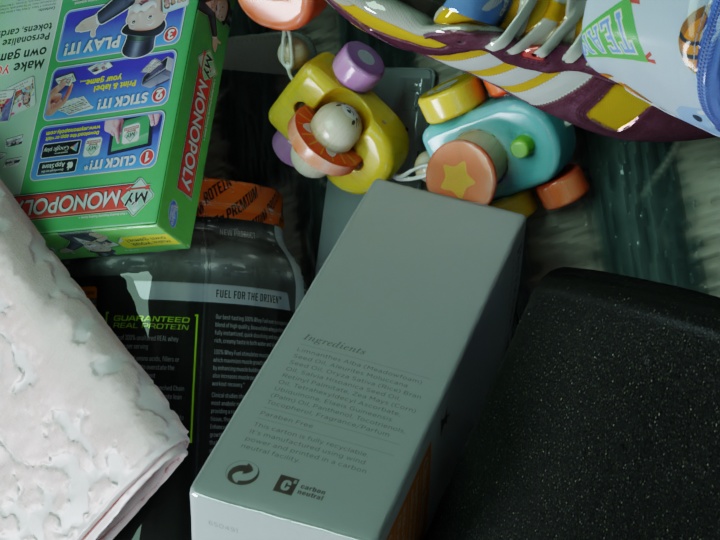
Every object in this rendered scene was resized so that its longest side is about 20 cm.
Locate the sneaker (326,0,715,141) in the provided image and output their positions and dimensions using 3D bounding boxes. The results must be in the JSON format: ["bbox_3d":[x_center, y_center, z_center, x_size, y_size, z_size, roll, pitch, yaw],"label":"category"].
[{"bbox_3d":[0.069,-0.099,0.653,0.200,0.090,0.075,16,96,9],"label":"sneaker"}]

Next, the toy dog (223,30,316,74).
[{"bbox_3d":[-0.062,-0.162,0.837,0.200,0.096,0.132,-33,81,34],"label":"toy dog"}]

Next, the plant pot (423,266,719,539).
[{"bbox_3d":[0.136,0.103,0.590,0.177,0.200,0.200,33,105,46],"label":"plant pot"}]

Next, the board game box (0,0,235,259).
[{"bbox_3d":[-0.158,-0.069,0.794,0.200,0.029,0.135,-4,67,29],"label":"board game box"}]

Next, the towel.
[{"bbox_3d":[-0.190,0.063,0.753,0.191,0.032,0.200,-47,71,21],"label":"towel"}]

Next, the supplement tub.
[{"bbox_3d":[-0.088,0.060,0.801,0.122,0.122,0.200,-1,83,37],"label":"supplement tub"}]

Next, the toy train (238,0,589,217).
[{"bbox_3d":[0.013,-0.092,0.733,0.200,0.056,0.150,22,124,18],"label":"toy train"}]

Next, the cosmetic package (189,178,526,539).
[{"bbox_3d":[0.004,0.064,0.666,0.071,0.200,0.102,14,131,13],"label":"cosmetic package"}]

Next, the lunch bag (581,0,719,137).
[{"bbox_3d":[0.167,-0.117,0.579,0.076,0.200,0.161,29,103,40],"label":"lunch bag"}]

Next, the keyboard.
[{"bbox_3d":[0.000,0.000,0.814,0.056,0.011,0.200,7,88,43],"label":"keyboard"}]
